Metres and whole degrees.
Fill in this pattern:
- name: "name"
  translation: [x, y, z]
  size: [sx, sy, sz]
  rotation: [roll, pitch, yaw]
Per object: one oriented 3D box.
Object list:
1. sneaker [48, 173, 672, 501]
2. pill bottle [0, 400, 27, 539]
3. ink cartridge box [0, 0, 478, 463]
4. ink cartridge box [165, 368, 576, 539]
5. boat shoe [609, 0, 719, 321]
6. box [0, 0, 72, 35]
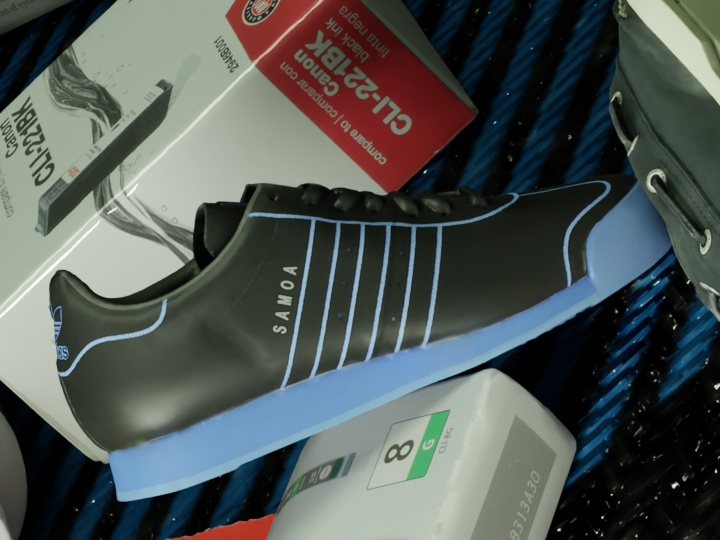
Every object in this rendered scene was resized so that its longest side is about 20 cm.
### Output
- name: "sneaker"
  translation: [0.000, 0.000, 0.909]
  size: [0.200, 0.078, 0.070]
  rotation: [-24, 5, -11]
- name: "pill bottle"
  translation: [-0.190, 0.072, 1.122]
  size: [0.111, 0.111, 0.200]
  rotation: [-45, 28, 5]
- name: "ink cartridge box"
  translation: [-0.069, -0.044, 1.129]
  size: [0.200, 0.084, 0.144]
  rotation: [-44, 29, 8]
- name: "ink cartridge box"
  translation: [-0.037, 0.122, 0.913]
  size: [0.200, 0.050, 0.161]
  rotation: [-16, 41, 42]
- name: "boat shoe"
  translation: [0.119, -0.016, 0.845]
  size: [0.199, 0.074, 0.066]
  rotation: [59, 140, 40]
- name: "box"
  translation: [-0.147, -0.259, 1.421]
  size: [0.199, 0.171, 0.200]
  rotation: [-18, 40, 43]
